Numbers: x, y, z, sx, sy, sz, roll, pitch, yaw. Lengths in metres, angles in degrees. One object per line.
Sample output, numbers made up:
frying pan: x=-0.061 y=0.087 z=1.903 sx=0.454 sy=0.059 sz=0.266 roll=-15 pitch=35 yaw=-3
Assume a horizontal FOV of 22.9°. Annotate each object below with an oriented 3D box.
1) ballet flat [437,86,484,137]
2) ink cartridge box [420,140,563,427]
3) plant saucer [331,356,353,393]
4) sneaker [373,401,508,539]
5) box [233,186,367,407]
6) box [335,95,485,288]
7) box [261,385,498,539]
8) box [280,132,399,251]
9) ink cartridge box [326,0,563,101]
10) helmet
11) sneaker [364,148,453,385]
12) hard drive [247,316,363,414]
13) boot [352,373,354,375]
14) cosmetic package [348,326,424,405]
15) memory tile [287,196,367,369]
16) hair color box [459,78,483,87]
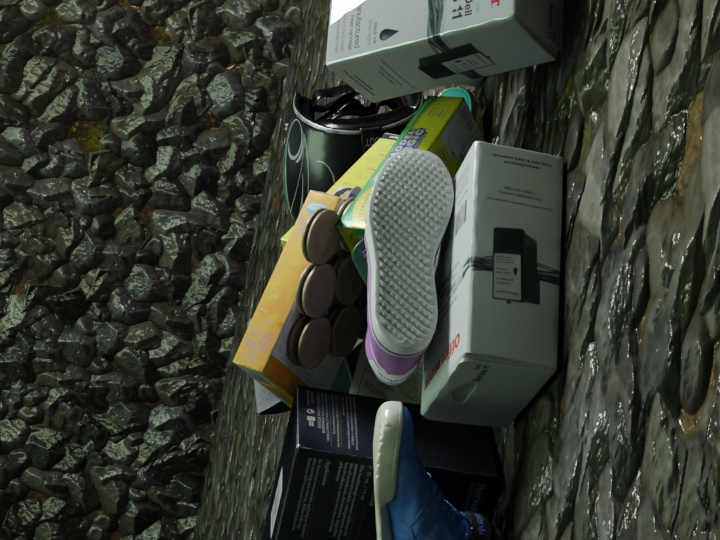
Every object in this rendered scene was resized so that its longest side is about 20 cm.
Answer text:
ballet flat: x=0.098 y=-0.085 z=1.788 sx=0.065 sy=0.070 sz=0.201 roll=51 pitch=-135 yaw=-65
ink cartridge box: x=0.111 y=0.016 z=1.504 sx=0.147 sy=0.083 sz=0.201 roll=118 pitch=159 yaw=-63
plant saucer: x=-0.027 y=0.127 z=1.754 sx=0.070 sy=0.019 sz=0.201 roll=-52 pitch=-37 yaw=-32
sneaker: x=0.067 y=0.202 z=1.490 sx=0.077 sy=0.110 sz=0.201 roll=-94 pitch=1 yaw=-75
box: x=-0.038 y=0.021 z=1.638 sx=0.119 sy=0.041 sz=0.201 roll=46 pitch=-117 yaw=-55
box: x=0.052 y=-0.050 z=1.620 sx=0.200 sy=0.048 sz=0.118 roll=-56 pitch=-45 yaw=-31
box: x=0.011 y=0.226 z=1.609 sx=0.104 sy=0.181 sz=0.201 roll=-94 pitch=16 yaw=-62
box: x=0.000 y=-0.053 z=1.756 sx=0.200 sy=0.050 sz=0.076 roll=-49 pitch=-41 yaw=-40
ink cartridge box: x=0.077 y=-0.249 z=1.589 sx=0.199 sy=0.083 sz=0.147 roll=-10 pitch=64 yaw=32
helmet: x=0.005 y=-0.102 z=1.948 sx=0.200 sy=0.199 sz=0.192 roll=-98 pitch=3 yaw=-60
sneaker: x=0.032 y=0.001 z=1.530 sx=0.114 sy=0.072 sz=0.201 roll=100 pitch=179 yaw=-62
hard drive: x=-0.034 y=0.056 z=1.828 sx=0.200 sy=0.042 sz=0.135 roll=-37 pitch=43 yaw=29
boot: x=0.003 y=0.085 z=1.948 sx=0.076 sy=0.168 sz=0.201 roll=-37 pitch=41 yaw=10
cosmetic package: x=0.045 y=0.134 z=1.691 sx=0.071 sy=0.105 sz=0.201 roll=-28 pitch=-36 yaw=-46
memory tile: x=0.000 y=0.000 z=1.637 sx=0.200 sy=0.017 sz=0.154 roll=-23 pitch=-57 yaw=-53
hair color box: x=0.100 y=-0.260 z=1.777 sx=0.200 sy=0.098 sz=0.061 roll=122 pitch=156 yaw=-66
